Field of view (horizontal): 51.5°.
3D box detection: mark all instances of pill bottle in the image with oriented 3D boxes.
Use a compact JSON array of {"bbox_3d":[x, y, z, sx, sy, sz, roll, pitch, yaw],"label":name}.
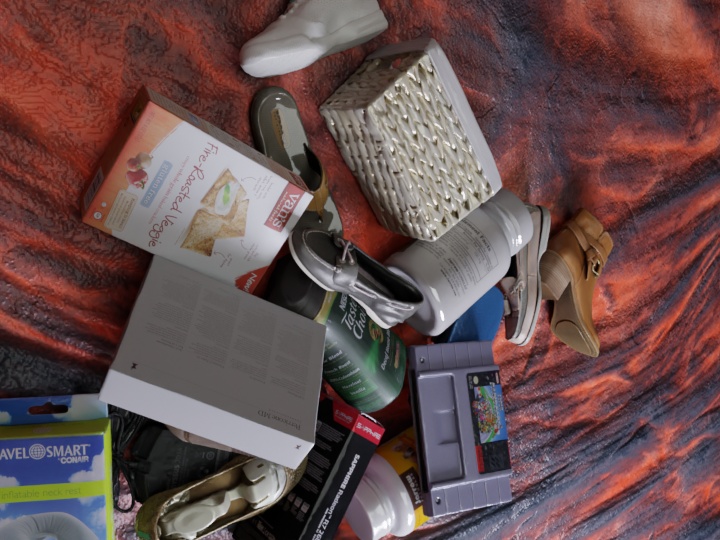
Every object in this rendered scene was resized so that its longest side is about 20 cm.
[{"bbox_3d":[0.070,0.265,0.968,0.197,0.108,0.112,-25,110,-29],"label":"pill bottle"},{"bbox_3d":[0.129,-0.019,0.966,0.199,0.113,0.116,-38,116,-25],"label":"pill bottle"}]

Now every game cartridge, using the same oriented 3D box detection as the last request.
[{"bbox_3d":[0.126,0.192,0.933,0.126,0.038,0.206,-2,80,-24],"label":"game cartridge"}]

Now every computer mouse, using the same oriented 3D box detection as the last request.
[{"bbox_3d":[-0.193,0.205,0.816,0.196,0.052,0.142,17,85,-25],"label":"computer mouse"}]

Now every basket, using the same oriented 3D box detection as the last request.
[{"bbox_3d":[0.056,-0.150,0.887,0.123,0.135,0.202,-40,117,-18],"label":"basket"}]

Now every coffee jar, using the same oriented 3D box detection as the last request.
[{"bbox_3d":[-0.031,0.071,0.874,0.200,0.084,0.106,46,36,-30],"label":"coffee jar"}]

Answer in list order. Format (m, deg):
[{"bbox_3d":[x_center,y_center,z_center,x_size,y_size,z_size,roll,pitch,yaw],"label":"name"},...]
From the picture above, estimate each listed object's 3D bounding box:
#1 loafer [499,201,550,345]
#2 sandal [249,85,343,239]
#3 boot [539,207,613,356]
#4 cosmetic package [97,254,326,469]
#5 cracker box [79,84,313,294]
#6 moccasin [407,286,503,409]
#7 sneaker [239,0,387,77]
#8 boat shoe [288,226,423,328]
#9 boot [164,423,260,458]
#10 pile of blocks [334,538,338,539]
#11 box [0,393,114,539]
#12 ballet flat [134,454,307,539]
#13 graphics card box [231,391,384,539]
[{"bbox_3d":[0.223,0.002,1.071,0.061,0.072,0.206,12,84,-18],"label":"loafer"},{"bbox_3d":[-0.067,-0.110,0.852,0.081,0.054,0.205,-25,110,-29],"label":"sandal"},{"bbox_3d":[0.344,0.020,1.156,0.201,0.076,0.156,49,66,-22],"label":"boot"},{"bbox_3d":[-0.134,0.087,0.725,0.196,0.153,0.052,24,126,-16],"label":"cosmetic package"},{"bbox_3d":[-0.164,-0.074,0.761,0.198,0.058,0.135,26,105,-35],"label":"cracker box"},{"bbox_3d":[0.119,0.100,1.007,0.080,0.068,0.201,44,72,-22],"label":"moccasin"},{"bbox_3d":[-0.062,-0.280,0.832,0.198,0.075,0.090,-30,100,-34],"label":"sneaker"},{"bbox_3d":[0.000,0.000,0.835,0.199,0.056,0.068,38,35,-43],"label":"boat shoe"},{"bbox_3d":[-0.137,0.128,0.802,0.072,0.144,0.200,-67,169,14],"label":"boot"},{"bbox_3d":[-0.030,0.364,0.929,0.196,0.081,0.064,14,89,-35],"label":"pile of blocks"},{"bbox_3d":[-0.302,0.227,0.721,0.119,0.048,0.206,-1,99,-13],"label":"box"},{"bbox_3d":[-0.135,0.238,0.780,0.196,0.065,0.072,-23,97,-23],"label":"ballet flat"},{"bbox_3d":[-0.062,0.247,0.864,0.051,0.124,0.203,35,76,-33],"label":"graphics card box"}]
